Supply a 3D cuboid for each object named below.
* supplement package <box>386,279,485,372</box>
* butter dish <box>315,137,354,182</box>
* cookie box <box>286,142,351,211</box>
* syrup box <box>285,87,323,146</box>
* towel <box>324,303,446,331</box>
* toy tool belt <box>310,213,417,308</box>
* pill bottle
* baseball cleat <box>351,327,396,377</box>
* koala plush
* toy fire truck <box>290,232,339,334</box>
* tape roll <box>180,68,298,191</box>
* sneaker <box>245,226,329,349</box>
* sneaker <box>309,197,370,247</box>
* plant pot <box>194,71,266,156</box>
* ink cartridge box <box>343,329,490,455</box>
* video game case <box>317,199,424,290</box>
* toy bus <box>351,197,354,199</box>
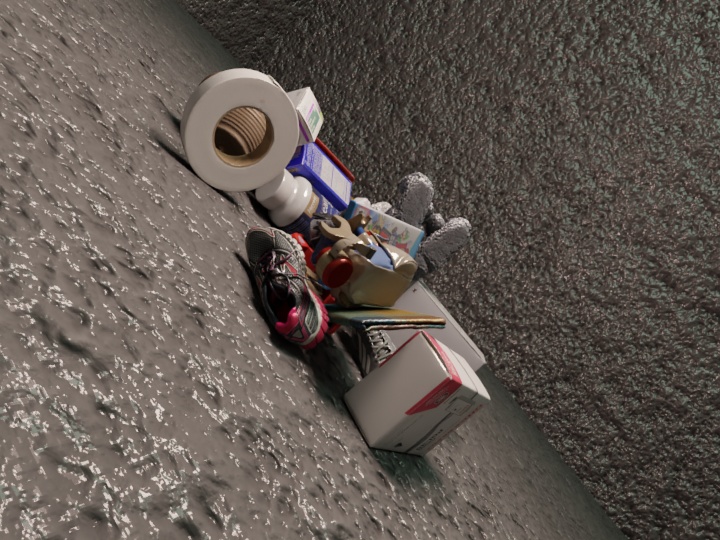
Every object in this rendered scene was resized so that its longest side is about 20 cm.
[{"bbox_3d":[0.125,0.148,1.107,0.201,0.155,0.111,49,8,8],"label":"supplement package"},{"bbox_3d":[-0.149,-0.235,1.454,0.196,0.151,0.199,-3,-34,45],"label":"butter dish"},{"bbox_3d":[-0.136,-0.200,1.241,0.199,0.166,0.078,39,53,-53],"label":"cookie box"},{"bbox_3d":[-0.180,-0.295,1.134,0.082,0.194,0.080,61,33,-40],"label":"syrup box"},{"bbox_3d":[0.009,0.067,0.800,0.143,0.023,0.198,1,2,-31],"label":"towel"},{"bbox_3d":[-0.016,-0.018,0.802,0.198,0.126,0.123,15,27,-52],"label":"toy tool belt"},{"bbox_3d":[-0.122,-0.121,1.158,0.199,0.111,0.112,41,11,-41],"label":"pill bottle"},{"bbox_3d":[0.019,0.117,0.926,0.200,0.068,0.109,-133,-153,-59],"label":"baseball cleat"},{"bbox_3d":[0.087,-0.079,1.124,0.177,0.185,0.200,43,0,-17],"label":"koala plush"},{"bbox_3d":[-0.082,0.016,0.979,0.201,0.049,0.141,50,10,12],"label":"toy fire truck"},{"bbox_3d":[-0.198,-0.229,0.932,0.202,0.202,0.037,39,10,-46],"label":"tape roll"},{"bbox_3d":[-0.109,0.010,0.762,0.074,0.080,0.202,32,19,-55],"label":"sneaker"},{"bbox_3d":[-0.039,-0.077,1.005,0.200,0.110,0.078,89,6,-77],"label":"sneaker"},{"bbox_3d":[-0.242,-0.257,1.056,0.201,0.198,0.094,45,48,-24],"label":"plant pot"},{"bbox_3d":[0.089,0.182,0.799,0.084,0.146,0.199,54,11,33],"label":"ink cartridge box"},{"bbox_3d":[0.023,-0.024,0.952,0.018,0.147,0.197,27,8,40],"label":"video game case"},{"bbox_3d":[0.001,-0.230,2.447,0.200,0.065,0.079,43,11,-40],"label":"toy bus"}]
